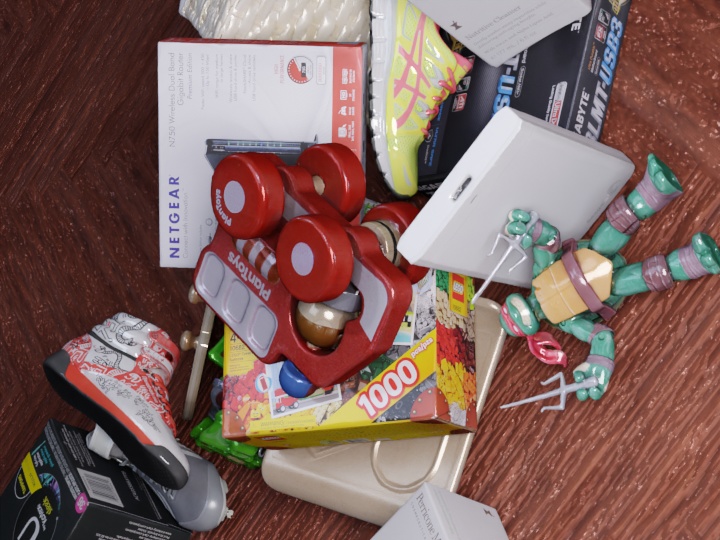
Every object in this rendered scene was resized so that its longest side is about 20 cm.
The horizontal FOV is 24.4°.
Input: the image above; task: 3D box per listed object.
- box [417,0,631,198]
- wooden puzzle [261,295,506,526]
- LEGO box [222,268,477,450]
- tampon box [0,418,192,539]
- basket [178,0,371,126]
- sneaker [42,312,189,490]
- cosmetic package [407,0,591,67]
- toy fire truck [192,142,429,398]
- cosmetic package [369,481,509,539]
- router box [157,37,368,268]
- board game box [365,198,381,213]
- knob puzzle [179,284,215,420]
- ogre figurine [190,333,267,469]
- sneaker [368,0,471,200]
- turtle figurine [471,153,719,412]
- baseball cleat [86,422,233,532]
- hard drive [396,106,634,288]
[{"bbox_3d":[0.135,-0.167,1.437,0.198,0.050,0.201,-4,67,51],"label":"box"},{"bbox_3d":[0.024,0.109,1.387,0.185,0.046,0.201,13,85,33],"label":"wooden puzzle"},{"bbox_3d":[-0.009,0.061,1.345,0.199,0.077,0.150,-9,73,29],"label":"LEGO box"},{"bbox_3d":[-0.286,0.278,1.631,0.200,0.126,0.150,-56,37,12],"label":"tampon box"},{"bbox_3d":[-0.033,-0.269,1.541,0.201,0.198,0.161,-62,24,14],"label":"basket"},{"bbox_3d":[-0.201,0.115,1.570,0.108,0.067,0.201,-37,54,-26],"label":"sneaker"},{"bbox_3d":[0.085,-0.264,1.347,0.113,0.200,0.081,-28,48,37],"label":"cosmetic package"},{"bbox_3d":[-0.045,0.005,1.285,0.200,0.112,0.168,43,126,31],"label":"toy fire truck"},{"bbox_3d":[0.032,0.274,1.281,0.200,0.085,0.108,-51,36,20],"label":"cosmetic package"},{"bbox_3d":[-0.085,-0.100,1.452,0.049,0.178,0.201,-65,-24,-76],"label":"router box"},{"bbox_3d":[0.000,0.000,1.516,0.200,0.035,0.127,24,90,53],"label":"board game box"},{"bbox_3d":[-0.155,0.048,1.605,0.220,0.030,0.221,-167,90,-86],"label":"knob puzzle"},{"bbox_3d":[-0.102,0.113,1.518,0.200,0.098,0.120,74,-141,-78],"label":"ogre figurine"},{"bbox_3d":[0.051,-0.161,1.438,0.078,0.090,0.201,24,-113,-89],"label":"sneaker"},{"bbox_3d":[0.164,0.008,1.245,0.200,0.150,0.101,-34,6,19],"label":"turtle figurine"},{"bbox_3d":[-0.204,0.187,1.596,0.200,0.106,0.070,34,103,53],"label":"baseball cleat"},{"bbox_3d":[0.122,-0.050,1.262,0.026,0.200,0.132,47,109,28],"label":"hard drive"}]
